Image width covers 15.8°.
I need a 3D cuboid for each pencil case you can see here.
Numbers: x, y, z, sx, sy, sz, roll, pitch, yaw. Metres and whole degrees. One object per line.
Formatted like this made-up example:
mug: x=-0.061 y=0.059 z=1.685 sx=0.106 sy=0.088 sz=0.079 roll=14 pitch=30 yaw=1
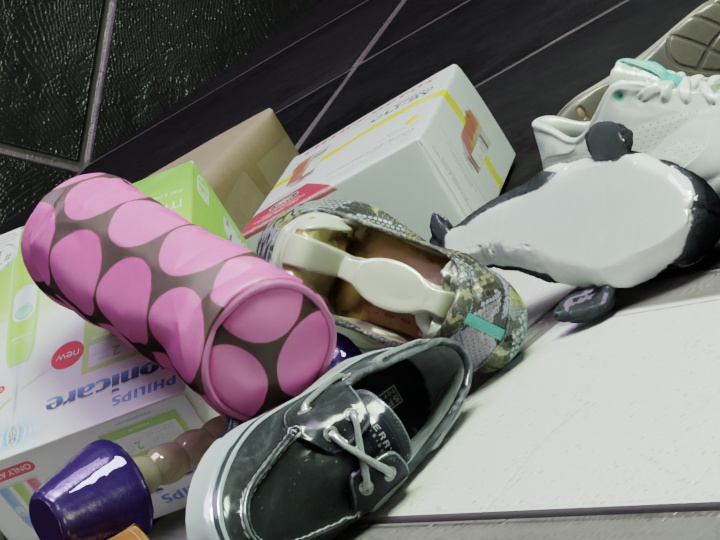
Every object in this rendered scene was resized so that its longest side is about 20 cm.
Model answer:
pencil case: x=-0.095 y=0.016 z=1.354 sx=0.200 sy=0.094 sz=0.091 roll=32 pitch=90 yaw=49

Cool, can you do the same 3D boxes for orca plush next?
orca plush: x=0.125 y=-0.010 z=1.367 sx=0.200 sy=0.071 sz=0.105 roll=-28 pitch=55 yaw=43

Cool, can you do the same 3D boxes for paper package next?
paper package: x=-0.141 y=-0.014 z=1.983 sx=0.190 sy=0.104 sz=0.200 roll=-26 pitch=13 yaw=29

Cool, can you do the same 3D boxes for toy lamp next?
toy lamp: x=-0.082 y=0.093 z=1.354 sx=0.200 sy=0.058 sz=0.058 roll=-25 pitch=5 yaw=-31

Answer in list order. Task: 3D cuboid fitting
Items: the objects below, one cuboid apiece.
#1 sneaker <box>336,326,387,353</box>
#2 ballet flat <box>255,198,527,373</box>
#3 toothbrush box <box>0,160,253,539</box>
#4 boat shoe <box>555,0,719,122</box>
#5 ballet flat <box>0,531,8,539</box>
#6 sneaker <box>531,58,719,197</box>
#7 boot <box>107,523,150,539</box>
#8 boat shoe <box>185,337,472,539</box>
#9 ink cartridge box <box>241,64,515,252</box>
sneaker: x=-0.004 y=0.036 z=1.499 sx=0.093 sy=0.070 sz=0.200 roll=-65 pitch=24 yaw=7
ballet flat: x=0.000 y=0.000 z=1.379 sx=0.200 sy=0.072 sz=0.072 roll=21 pitch=48 yaw=43
toothbrush box: x=-0.142 y=0.050 z=1.489 sx=0.145 sy=0.086 sz=0.200 roll=-20 pitch=40 yaw=16
boat shoe: x=0.192 y=-0.112 z=1.537 sx=0.200 sy=0.075 sz=0.073 roll=-27 pitch=4 yaw=-7
ballet flat: x=-0.134 y=0.108 z=1.545 sx=0.200 sy=0.074 sz=0.074 roll=-34 pitch=10 yaw=-1
sneaker: x=0.176 y=-0.084 z=1.414 sx=0.200 sy=0.089 sz=0.075 roll=-24 pitch=12 yaw=38
boot: x=-0.153 y=0.186 z=1.221 sx=0.155 sy=0.077 sz=0.200 roll=-29 pitch=3 yaw=-4
boat shoe: x=-0.008 y=0.087 z=1.238 sx=0.068 sy=0.072 sz=0.200 roll=-26 pitch=5 yaw=38
ink cartridge box: x=0.014 y=-0.050 z=1.742 sx=0.145 sy=0.083 sz=0.200 roll=-29 pitch=11 yaw=17
